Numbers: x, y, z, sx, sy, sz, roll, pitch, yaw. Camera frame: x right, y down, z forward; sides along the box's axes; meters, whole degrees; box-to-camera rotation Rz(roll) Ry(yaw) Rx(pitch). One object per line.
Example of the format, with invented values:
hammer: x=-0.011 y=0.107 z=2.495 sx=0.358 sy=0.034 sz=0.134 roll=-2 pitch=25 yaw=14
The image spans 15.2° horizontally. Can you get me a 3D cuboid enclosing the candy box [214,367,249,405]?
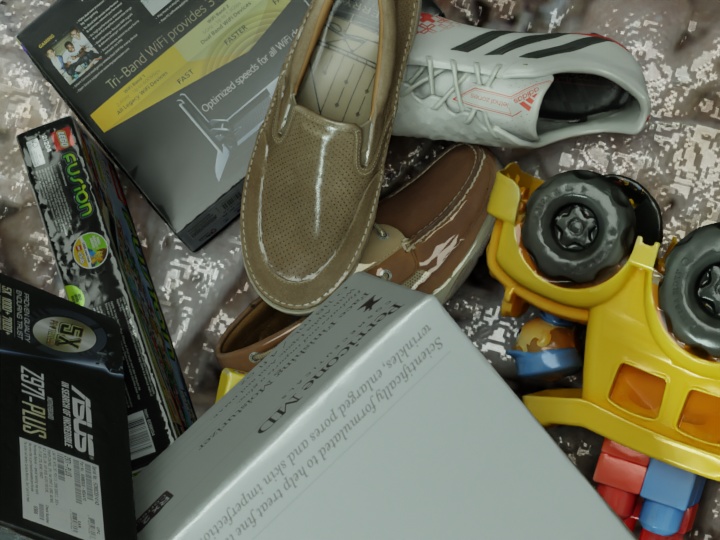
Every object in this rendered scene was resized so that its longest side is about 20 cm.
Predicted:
candy box: x=-0.047 y=0.161 z=1.468 sx=0.102 sy=0.026 sz=0.201 roll=12 pitch=91 yaw=-9

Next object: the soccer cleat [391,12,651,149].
soccer cleat: x=0.065 y=-0.100 z=1.485 sx=0.199 sy=0.085 sz=0.069 roll=1 pitch=114 yaw=-13

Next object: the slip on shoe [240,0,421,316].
slip on shoe: x=-0.017 y=-0.074 z=1.437 sx=0.076 sy=0.061 sz=0.200 roll=20 pitch=93 yaw=8

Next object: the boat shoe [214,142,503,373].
boat shoe: x=0.000 y=0.000 z=1.494 sx=0.200 sy=0.076 sz=0.072 roll=-48 pitch=120 yaw=-5

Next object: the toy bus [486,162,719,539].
toy bus: x=0.147 y=0.051 z=1.459 sx=0.200 sy=0.136 sz=0.192 roll=21 pitch=98 yaw=14

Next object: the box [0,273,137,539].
box: x=-0.192 y=0.127 z=1.369 sx=0.086 sy=0.200 sz=0.164 roll=23 pitch=120 yaw=-24

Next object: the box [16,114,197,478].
box: x=-0.136 y=0.022 z=1.502 sx=0.035 sy=0.110 sz=0.200 roll=-20 pitch=77 yaw=3

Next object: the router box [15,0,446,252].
router box: x=-0.073 y=-0.134 z=1.555 sx=0.200 sy=0.052 sz=0.157 roll=-39 pitch=76 yaw=-2

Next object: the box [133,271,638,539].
box: x=0.007 y=0.140 z=1.396 sx=0.199 sy=0.131 sz=0.200 roll=-43 pitch=107 yaw=-11
